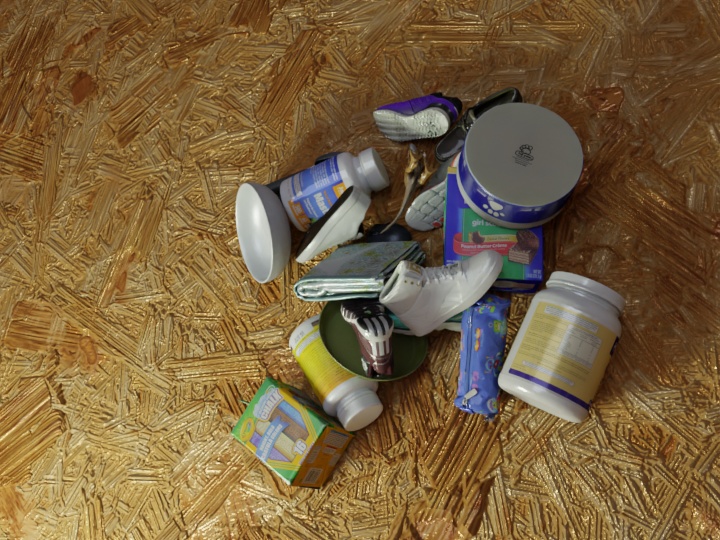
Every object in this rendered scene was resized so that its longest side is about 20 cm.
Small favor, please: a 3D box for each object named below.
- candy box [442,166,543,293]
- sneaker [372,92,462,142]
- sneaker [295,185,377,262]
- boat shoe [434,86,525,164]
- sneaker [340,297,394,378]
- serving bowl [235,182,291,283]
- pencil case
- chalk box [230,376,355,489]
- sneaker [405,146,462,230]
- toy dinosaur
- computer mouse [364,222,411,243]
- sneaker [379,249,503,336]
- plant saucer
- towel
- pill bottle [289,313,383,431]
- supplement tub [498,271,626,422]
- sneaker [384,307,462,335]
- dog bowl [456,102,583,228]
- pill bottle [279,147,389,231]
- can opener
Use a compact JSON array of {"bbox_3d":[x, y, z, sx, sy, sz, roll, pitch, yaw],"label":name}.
[{"bbox_3d":[0.227,-0.071,1.254,0.168,0.077,0.201,3,71,2],"label":"candy box"},{"bbox_3d":[0.119,-0.311,1.438,0.199,0.070,0.100,11,47,43],"label":"sneaker"},{"bbox_3d":[-0.045,-0.068,1.389,0.200,0.084,0.073,-42,26,31],"label":"sneaker"},{"bbox_3d":[0.218,-0.280,1.374,0.200,0.065,0.073,-39,61,9],"label":"boat shoe"},{"bbox_3d":[0.013,0.116,1.214,0.075,0.200,0.116,-7,105,-5],"label":"sneaker"},{"bbox_3d":[-0.186,-0.079,1.449,0.065,0.201,0.201,-12,56,-27],"label":"serving bowl"},{"bbox_3d":[0.196,0.138,1.183,0.078,0.087,0.201,7,94,35],"label":"pencil case"},{"bbox_3d":[-0.134,0.278,1.299,0.200,0.124,0.124,33,87,30],"label":"chalk box"},{"bbox_3d":[0.162,-0.158,1.365,0.200,0.077,0.082,-45,20,17],"label":"sneaker"},{"bbox_3d":[0.100,-0.166,1.372,0.060,0.106,0.201,21,57,-4],"label":"toy dinosaur"},{"bbox_3d":[0.008,-0.075,1.416,0.199,0.034,0.059,10,76,29],"label":"computer mouse"},{"bbox_3d":[0.121,0.014,1.155,0.200,0.115,0.074,-41,25,23],"label":"sneaker"},{"bbox_3d":[0.020,0.117,1.282,0.199,0.031,0.201,10,47,-11],"label":"plant saucer"},{"bbox_3d":[0.000,0.000,1.319,0.199,0.171,0.048,-1,114,34],"label":"towel"},{"bbox_3d":[-0.041,0.182,1.299,0.109,0.109,0.200,-38,59,8],"label":"pill bottle"},{"bbox_3d":[0.317,0.118,1.131,0.145,0.145,0.201,22,82,30],"label":"supplement tub"},{"bbox_3d":[0.123,0.060,1.267,0.199,0.080,0.078,-6,49,11],"label":"sneaker"},{"bbox_3d":[0.264,-0.176,1.209,0.199,0.079,0.201,1,68,-1],"label":"dog bowl"},{"bbox_3d":[-0.049,-0.164,1.430,0.199,0.112,0.113,-23,63,15],"label":"pill bottle"},{"bbox_3d":[-0.113,-0.193,1.519,0.199,0.053,0.067,-18,32,19],"label":"can opener"}]
